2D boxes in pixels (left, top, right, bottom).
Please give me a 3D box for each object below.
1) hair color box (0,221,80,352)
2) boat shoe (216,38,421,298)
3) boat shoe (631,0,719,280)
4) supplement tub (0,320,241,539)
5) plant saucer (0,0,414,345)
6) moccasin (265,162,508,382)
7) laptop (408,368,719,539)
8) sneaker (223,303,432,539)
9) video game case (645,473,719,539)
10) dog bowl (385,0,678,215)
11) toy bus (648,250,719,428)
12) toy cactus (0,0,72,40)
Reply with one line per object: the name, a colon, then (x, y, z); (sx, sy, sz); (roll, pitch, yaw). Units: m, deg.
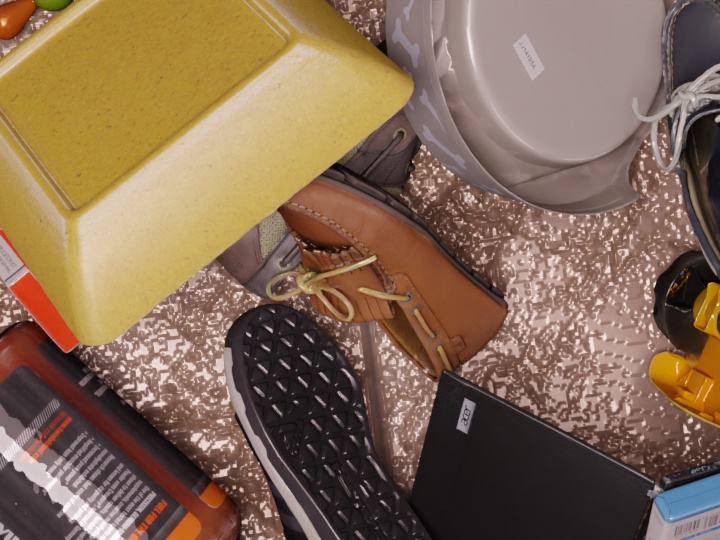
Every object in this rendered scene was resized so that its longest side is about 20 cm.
hair color box: (-0.114, -0.064, 1.018); (0.200, 0.111, 0.064); (-40, 134, -7)
boat shoe: (-0.002, -0.066, 1.057); (0.201, 0.072, 0.066); (-42, 104, -9)
boat shoe: (0.184, -0.066, 0.978); (0.062, 0.075, 0.201); (18, 51, -37)
supplement tub: (-0.136, 0.127, 1.010); (0.200, 0.107, 0.107); (42, 84, -1)
plant saucer: (-0.104, -0.087, 0.953); (0.200, 0.048, 0.200); (-39, 46, -4)
moccasin: (-0.001, -0.001, 1.006); (0.074, 0.201, 0.078); (32, 85, 39)
laptop: (0.138, 0.122, 1.019); (0.199, 0.178, 0.103); (-14, 52, -21)
sneaker: (-0.029, 0.118, 1.031); (0.072, 0.083, 0.201); (-21, 83, -37)
video game case: (0.206, 0.157, 1.000); (0.143, 0.200, 0.018); (-16, 51, -14)
dog bowl: (0.098, -0.128, 1.033); (0.199, 0.059, 0.201); (0, 90, -35)
toy bus: (0.279, 0.013, 1.053); (0.191, 0.136, 0.201); (24, 95, -23)
toy cactus: (-0.179, -0.220, 1.044); (0.200, 0.102, 0.165); (-31, 80, 2)
